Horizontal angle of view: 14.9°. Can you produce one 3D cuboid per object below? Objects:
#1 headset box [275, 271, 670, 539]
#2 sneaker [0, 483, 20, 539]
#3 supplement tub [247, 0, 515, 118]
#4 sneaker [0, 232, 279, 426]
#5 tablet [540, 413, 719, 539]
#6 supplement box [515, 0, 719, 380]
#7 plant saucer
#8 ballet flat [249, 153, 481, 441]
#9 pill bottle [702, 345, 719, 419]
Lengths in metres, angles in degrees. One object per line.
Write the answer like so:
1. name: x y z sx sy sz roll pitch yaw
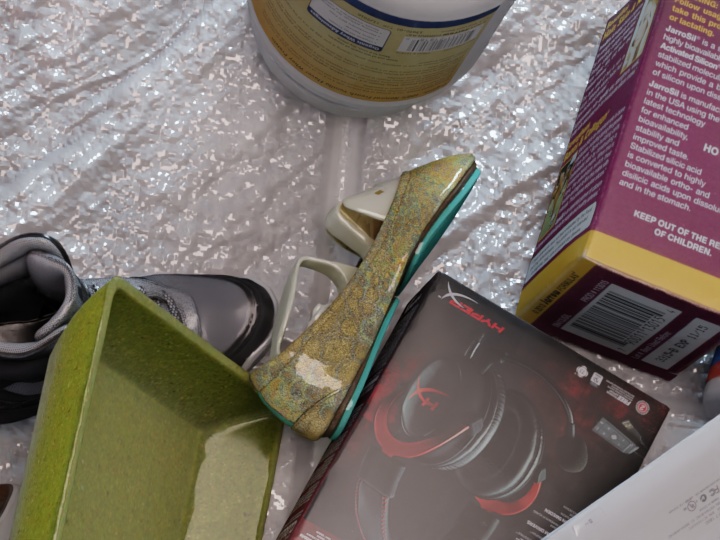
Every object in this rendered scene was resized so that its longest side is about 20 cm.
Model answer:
1. headset box: 0.050 0.126 1.462 0.149 0.075 0.200 31 70 -3
2. sneaker: -0.210 0.205 1.400 0.085 0.073 0.200 44 60 -29
3. supplement tub: 0.016 -0.171 1.477 0.144 0.200 0.145 3 73 -11
4. sneaker: -0.133 0.027 1.429 0.200 0.114 0.076 -10 69 -13
5. tablet: 0.188 0.144 1.411 0.200 0.014 0.130 -32 108 -21
6. supplement box: 0.174 -0.059 1.515 0.103 0.131 0.200 21 71 -7
7. plant saucer: -0.116 0.128 1.390 0.048 0.200 0.200 1 69 26
8. ballet flat: 0.000 0.000 1.482 0.071 0.071 0.200 30 60 -2
9. pill bottle: 0.268 0.001 1.526 0.112 0.112 0.200 23 70 -4
